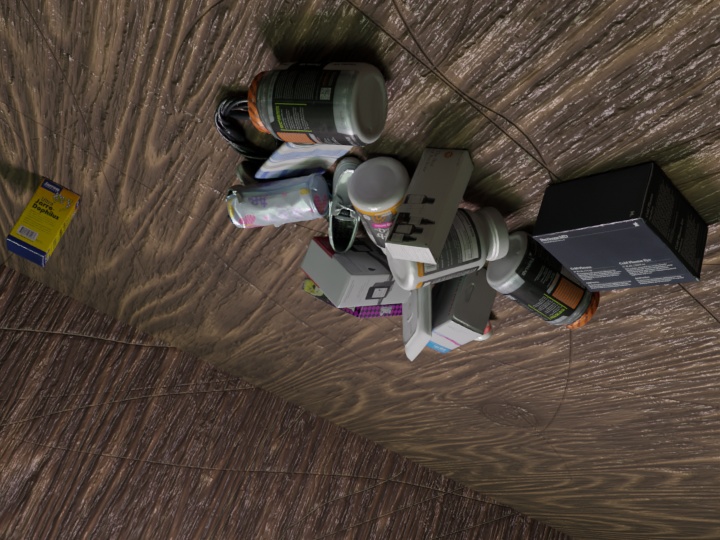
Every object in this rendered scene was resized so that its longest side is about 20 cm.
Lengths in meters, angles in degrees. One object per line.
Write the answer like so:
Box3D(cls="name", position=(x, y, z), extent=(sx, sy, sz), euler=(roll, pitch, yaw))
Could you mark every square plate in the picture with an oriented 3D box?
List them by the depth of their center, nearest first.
Box3D(cls="square plate", position=(0.121, 0.079, 1.655), extent=(0.028, 0.200, 0.200), euler=(3, 158, -8))

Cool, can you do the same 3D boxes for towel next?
Box3D(cls="towel", position=(-0.096, -0.205, 1.354), extent=(0.146, 0.024, 0.200), euler=(-10, 173, -28))

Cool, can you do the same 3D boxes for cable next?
Box3D(cls="cable", position=(-0.203, -0.250, 1.415), extent=(0.162, 0.051, 0.200), euler=(25, 158, -12))

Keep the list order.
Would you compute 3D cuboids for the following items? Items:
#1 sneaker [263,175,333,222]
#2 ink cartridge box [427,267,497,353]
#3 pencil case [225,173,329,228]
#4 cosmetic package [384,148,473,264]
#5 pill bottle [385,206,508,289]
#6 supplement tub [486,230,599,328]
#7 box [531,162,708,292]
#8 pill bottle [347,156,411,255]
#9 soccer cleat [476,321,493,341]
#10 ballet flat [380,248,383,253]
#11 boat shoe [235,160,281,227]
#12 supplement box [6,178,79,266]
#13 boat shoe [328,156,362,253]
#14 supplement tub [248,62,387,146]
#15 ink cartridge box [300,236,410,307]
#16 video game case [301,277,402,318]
Box3D(cls="sneaker", position=(-0.095, -0.163, 1.507), extent=(0.199, 0.074, 0.082), euler=(21, 140, -11))
Box3D(cls="ink cartridge box", position=(0.212, 0.085, 1.648), extent=(0.084, 0.145, 0.200), euler=(25, 157, -9))
Box3D(cls="pencil case", position=(-0.158, -0.135, 1.440), extent=(0.198, 0.084, 0.091), euler=(-4, 136, 23))
Box3D(cls="cosmetic package", position=(0.116, -0.111, 1.243), extent=(0.082, 0.201, 0.051), euler=(9, 152, 28))
Box3D(cls="pill bottle", position=(0.154, -0.045, 1.336), extent=(0.198, 0.117, 0.116), euler=(-15, 163, -16))
Box3D(cls="supplement tub", position=(0.348, 0.023, 1.424), extent=(0.199, 0.123, 0.122), euler=(31, 155, -19))
Box3D(cls="box", position=(0.415, -0.062, 1.206), extent=(0.182, 0.105, 0.199), euler=(36, 153, -31))
Box3D(cls="pill bottle", position=(0.056, -0.110, 1.405), extent=(0.116, 0.117, 0.200), euler=(10, 154, 25))
Box3D(cls="soccer cleat", position=(0.227, 0.119, 1.829), extent=(0.199, 0.068, 0.074), euler=(7, 129, 40))
Box3D(cls="ballet flat", position=(0.137, -0.048, 1.545), extent=(0.199, 0.068, 0.073), euler=(18, 137, 12))
Box3D(cls="boat shoe", position=(-0.201, -0.154, 1.564), extent=(0.064, 0.075, 0.202), euler=(-32, 147, 10))
Box3D(cls="supplement box", position=(-0.873, -0.131, 2.074), extent=(0.109, 0.201, 0.109), euler=(28, 157, -14))
Box3D(cls="boat shoe", position=(-0.024, -0.118, 1.440), extent=(0.069, 0.072, 0.202), euler=(7, 130, -1))
Box3D(cls="supplement tub", position=(-0.068, -0.260, 1.169), extent=(0.199, 0.123, 0.123), euler=(9, 153, 28))
Box3D(cls="ink cartridge box", position=(0.000, 0.000, 1.558), extent=(0.199, 0.084, 0.145), euler=(-2, -145, -44))
Box3D(cls="video game case", position=(-0.008, 0.061, 1.761), extent=(0.181, 0.036, 0.199), euler=(25, -166, 35))
